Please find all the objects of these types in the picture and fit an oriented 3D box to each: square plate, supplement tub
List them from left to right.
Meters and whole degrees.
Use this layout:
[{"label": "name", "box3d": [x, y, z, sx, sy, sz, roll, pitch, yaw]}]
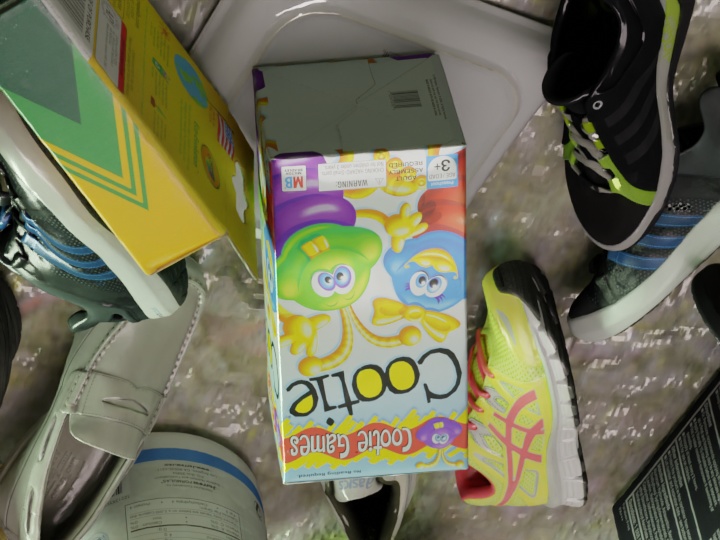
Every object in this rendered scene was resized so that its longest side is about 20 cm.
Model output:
[{"label": "supplement tub", "box3d": [-0.113, 0.206, 1.737, 0.131, 0.200, 0.132, -5, 133, -5]}, {"label": "square plate", "box3d": [-0.008, -0.078, 1.612, 0.199, 0.029, 0.198, 18, 127, -24]}]

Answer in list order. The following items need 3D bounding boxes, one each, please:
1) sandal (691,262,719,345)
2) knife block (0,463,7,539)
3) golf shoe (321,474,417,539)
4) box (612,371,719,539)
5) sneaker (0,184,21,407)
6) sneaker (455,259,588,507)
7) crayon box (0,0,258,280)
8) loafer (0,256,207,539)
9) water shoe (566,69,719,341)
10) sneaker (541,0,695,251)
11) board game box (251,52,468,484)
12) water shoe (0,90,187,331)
[{"label": "sandal", "box3d": [0.250, 0.019, 1.675, 0.045, 0.075, 0.200, -41, 159, 29]}, {"label": "knife block", "box3d": [-0.257, 0.113, 1.734, 0.064, 0.176, 0.200, -20, 177, 10]}, {"label": "golf shoe", "box3d": [0.001, 0.083, 1.707, 0.078, 0.097, 0.200, -8, 135, 8]}, {"label": "box", "box3d": [0.264, 0.162, 1.761, 0.123, 0.200, 0.199, 16, 128, -22]}, {"label": "sneaker", "box3d": [-0.225, 0.009, 1.613, 0.076, 0.091, 0.200, -11, 132, 4]}, {"label": "sneaker", "box3d": [0.082, 0.077, 1.737, 0.090, 0.078, 0.200, -9, 134, 2]}, {"label": "crayon box", "box3d": [-0.123, -0.088, 1.495, 0.051, 0.127, 0.200, -28, 120, 16]}, {"label": "loafer", "box3d": [-0.143, 0.081, 1.687, 0.070, 0.070, 0.200, 17, 113, -34]}, {"label": "water shoe", "box3d": [0.172, -0.040, 1.664, 0.079, 0.072, 0.200, 45, 126, -1]}, {"label": "sneaker", "box3d": [0.122, -0.096, 1.572, 0.083, 0.072, 0.201, -24, 130, -36]}, {"label": "board game box", "box3d": [0.000, 0.000, 1.570, 0.103, 0.105, 0.201, -5, 121, -5]}, {"label": "water shoe", "box3d": [-0.163, -0.025, 1.558, 0.079, 0.072, 0.200, -20, 141, 14]}]
